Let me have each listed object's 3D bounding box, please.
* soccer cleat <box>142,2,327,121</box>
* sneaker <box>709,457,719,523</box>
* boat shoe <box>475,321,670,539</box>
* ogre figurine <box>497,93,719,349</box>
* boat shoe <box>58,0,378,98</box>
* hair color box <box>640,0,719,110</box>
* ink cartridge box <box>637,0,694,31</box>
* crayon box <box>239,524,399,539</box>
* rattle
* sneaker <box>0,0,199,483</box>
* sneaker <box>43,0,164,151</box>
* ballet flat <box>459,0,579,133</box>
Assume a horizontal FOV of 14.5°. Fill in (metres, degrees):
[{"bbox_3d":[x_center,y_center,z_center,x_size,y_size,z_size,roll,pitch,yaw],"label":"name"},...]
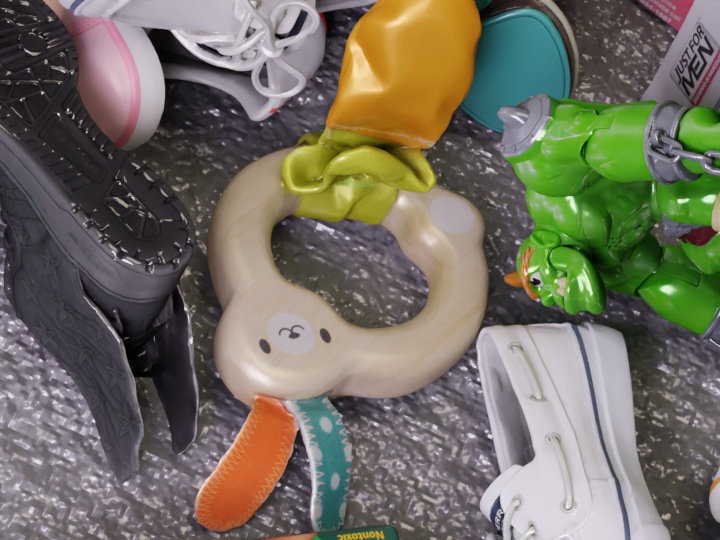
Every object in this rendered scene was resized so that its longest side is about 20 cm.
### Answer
[{"bbox_3d":[-0.109,-0.131,1.258,0.199,0.069,0.085,26,39,-4],"label":"soccer cleat"},{"bbox_3d":[0.235,0.128,1.179,0.200,0.079,0.079,31,46,20],"label":"sneaker"},{"bbox_3d":[0.081,0.103,1.156,0.066,0.074,0.200,6,41,-11],"label":"boat shoe"},{"bbox_3d":[0.127,-0.022,1.199,0.120,0.200,0.099,14,89,22],"label":"ogre figurine"},{"bbox_3d":[-0.044,-0.116,1.200,0.202,0.074,0.086,-20,83,-53],"label":"boat shoe"},{"bbox_3d":[0.223,-0.045,1.285,0.061,0.099,0.200,-25,66,-31],"label":"hair color box"},{"bbox_3d":[0.157,-0.231,1.334,0.146,0.200,0.085,38,53,10],"label":"ink cartridge box"},{"bbox_3d":[-0.063,0.190,1.045,0.199,0.058,0.173,-4,57,-21],"label":"crayon box"},{"bbox_3d":[0.000,0.000,1.159,0.130,0.143,0.200,41,45,-10],"label":"rattle"},{"bbox_3d":[-0.124,-0.021,1.149,0.060,0.104,0.200,-24,66,-32],"label":"sneaker"},{"bbox_3d":[-0.181,-0.107,1.205,0.200,0.076,0.105,41,40,22],"label":"sneaker"},{"bbox_3d":[0.047,-0.129,1.238,0.069,0.200,0.070,-8,65,18],"label":"ballet flat"}]
